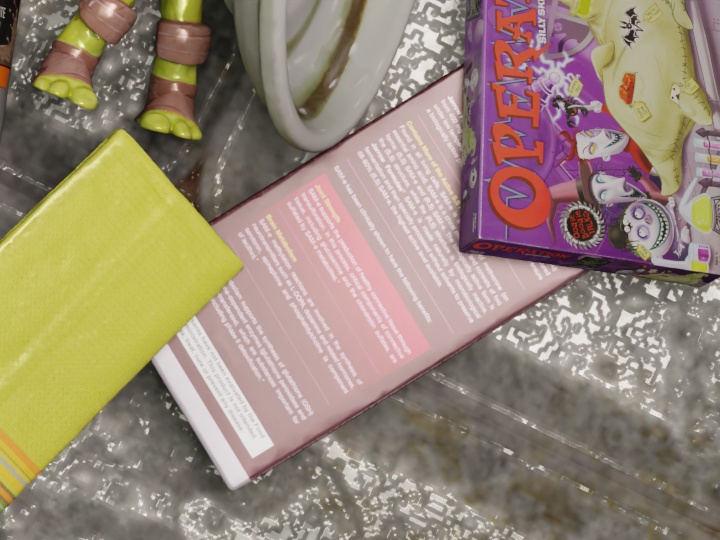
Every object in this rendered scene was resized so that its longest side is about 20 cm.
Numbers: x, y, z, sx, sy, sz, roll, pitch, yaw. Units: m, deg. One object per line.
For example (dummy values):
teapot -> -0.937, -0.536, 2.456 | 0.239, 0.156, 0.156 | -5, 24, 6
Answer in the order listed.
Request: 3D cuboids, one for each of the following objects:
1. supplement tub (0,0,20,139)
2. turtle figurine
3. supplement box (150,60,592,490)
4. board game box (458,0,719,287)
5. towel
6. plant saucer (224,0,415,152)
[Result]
supplement tub -> -0.205, -0.141, 1.178 | 0.122, 0.123, 0.201 | 8, 89, -1
turtle figurine -> -0.092, -0.148, 1.194 | 0.200, 0.064, 0.162 | 18, 95, -40
supplement box -> 0.000, 0.000, 1.210 | 0.200, 0.061, 0.109 | -31, 90, -1
board game box -> 0.104, -0.099, 1.190 | 0.120, 0.032, 0.201 | 6, 75, -16
towel -> -0.145, 0.037, 1.144 | 0.200, 0.018, 0.086 | -46, 112, -13
plant saucer -> -0.018, -0.152, 1.141 | 0.050, 0.200, 0.201 | 14, 89, 15
